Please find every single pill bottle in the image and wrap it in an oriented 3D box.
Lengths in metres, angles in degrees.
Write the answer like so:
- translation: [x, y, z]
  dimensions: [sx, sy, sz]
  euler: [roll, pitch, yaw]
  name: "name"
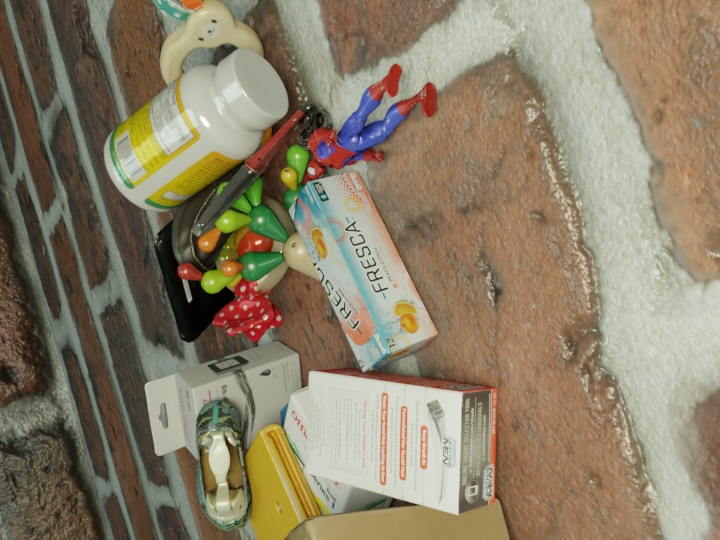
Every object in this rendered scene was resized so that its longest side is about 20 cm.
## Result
- translation: [-0.179, -0.155, 0.864]
  dimensions: [0.199, 0.113, 0.113]
  euler: [-28, 78, 30]
  name: "pill bottle"

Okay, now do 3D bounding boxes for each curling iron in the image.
- translation: [-0.107, -0.109, 0.846]
  dimensions: [0.050, 0.200, 0.026]
  euler: [43, 171, 33]
  name: "curling iron"

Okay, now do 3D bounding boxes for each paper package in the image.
- translation: [0.046, 0.321, 0.725]
  dimensions: [0.104, 0.199, 0.192]
  euler: [119, 145, -55]
  name: "paper package"

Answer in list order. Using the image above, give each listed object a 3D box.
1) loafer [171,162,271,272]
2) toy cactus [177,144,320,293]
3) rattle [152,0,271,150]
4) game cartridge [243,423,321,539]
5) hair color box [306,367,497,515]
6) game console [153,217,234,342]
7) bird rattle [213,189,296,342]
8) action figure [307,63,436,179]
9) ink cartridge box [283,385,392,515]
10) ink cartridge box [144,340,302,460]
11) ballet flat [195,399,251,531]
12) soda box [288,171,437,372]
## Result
- translation: [-0.168, -0.084, 0.967]
  dimensions: [0.071, 0.201, 0.073]
  euler: [4, 152, 27]
  name: "loafer"
- translation: [-0.101, -0.041, 0.908]
  dimensions: [0.165, 0.201, 0.102]
  euler: [36, 164, -14]
  name: "toy cactus"
- translation: [-0.172, -0.232, 0.892]
  dimensions: [0.200, 0.129, 0.144]
  euler: [91, 178, -65]
  name: "rattle"
- translation: [-0.102, 0.312, 1.002]
  dimensions: [0.177, 0.032, 0.200]
  euler: [62, 151, 21]
  name: "game cartridge"
- translation: [0.036, 0.162, 0.780]
  dimensions: [0.199, 0.064, 0.112]
  euler: [1, 89, 44]
  name: "hair color box"
- translation: [-0.261, -0.029, 1.154]
  dimensions: [0.116, 0.176, 0.201]
  euler: [16, 135, 23]
  name: "game console"
- translation: [-0.147, -0.016, 1.004]
  dimensions: [0.163, 0.112, 0.200]
  euler: [-52, 43, 17]
  name: "bird rattle"
- translation: [-0.004, -0.133, 0.778]
  dimensions: [0.200, 0.065, 0.052]
  euler: [-24, 53, 58]
  name: "action figure"
- translation: [-0.034, 0.252, 0.971]
  dimensions: [0.145, 0.084, 0.201]
  euler: [50, 142, 35]
  name: "ink cartridge box"
- translation: [-0.178, 0.183, 1.060]
  dimensions: [0.067, 0.199, 0.117]
  euler: [22, 122, 53]
  name: "ink cartridge box"
- translation: [-0.178, 0.265, 0.998]
  dimensions: [0.074, 0.074, 0.201]
  euler: [24, 126, 52]
  name: "ballet flat"
- translation: [0.000, 0.000, 0.821]
  dimensions: [0.201, 0.068, 0.064]
  euler: [64, 147, 15]
  name: "soda box"
